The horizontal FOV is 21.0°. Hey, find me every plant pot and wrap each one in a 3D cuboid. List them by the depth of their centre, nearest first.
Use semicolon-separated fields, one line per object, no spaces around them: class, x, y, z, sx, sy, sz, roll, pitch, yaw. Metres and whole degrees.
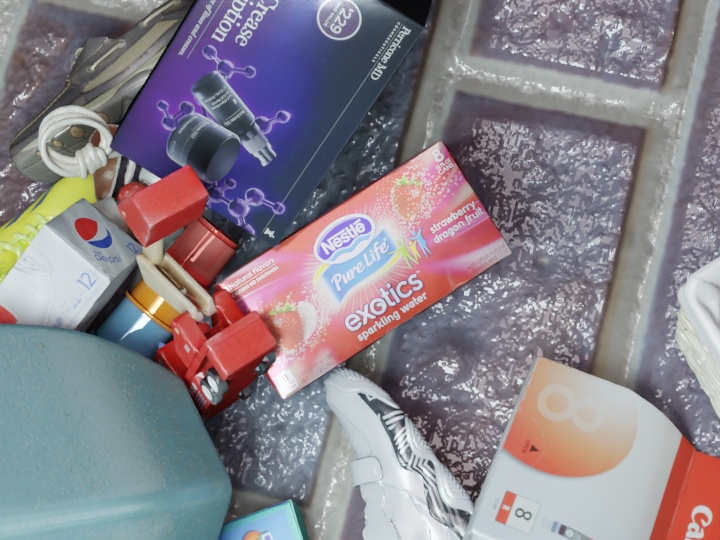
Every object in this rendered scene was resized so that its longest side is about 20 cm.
plant pot;-0.203;0.158;1.325;0.199;0.197;0.196;-5;43;-27

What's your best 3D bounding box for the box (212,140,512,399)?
box;0.000;0.000;1.422;0.200;0.095;0.100;-32;90;-2

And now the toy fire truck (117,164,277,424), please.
toy fire truck;-0.120;0.022;1.355;0.049;0.200;0.141;-31;82;-22

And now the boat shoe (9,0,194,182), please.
boat shoe;-0.188;-0.142;1.511;0.200;0.075;0.073;-33;59;-5

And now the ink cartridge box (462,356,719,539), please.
ink cartridge box;0.188;0.163;1.355;0.200;0.050;0.162;18;52;10

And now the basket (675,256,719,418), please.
basket;0.321;0.075;1.354;0.135;0.123;0.200;-28;74;-6

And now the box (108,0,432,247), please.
box;-0.062;-0.138;1.342;0.141;0.079;0.200;30;117;-10

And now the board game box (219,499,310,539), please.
board game box;-0.117;0.270;1.403;0.200;0.045;0.152;-19;74;2

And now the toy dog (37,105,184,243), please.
toy dog;-0.151;-0.083;1.471;0.200;0.096;0.132;-18;105;-15

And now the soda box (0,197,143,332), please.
soda box;-0.242;0.044;1.409;0.063;0.068;0.200;41;117;0

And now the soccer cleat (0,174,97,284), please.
soccer cleat;-0.270;-0.002;1.471;0.200;0.084;0.065;-41;74;-5

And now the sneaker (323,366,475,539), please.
sneaker;0.012;0.171;1.396;0.115;0.075;0.200;-37;78;-6

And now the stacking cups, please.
stacking cups;-0.164;0.050;1.442;0.060;0.061;0.200;42;93;15
